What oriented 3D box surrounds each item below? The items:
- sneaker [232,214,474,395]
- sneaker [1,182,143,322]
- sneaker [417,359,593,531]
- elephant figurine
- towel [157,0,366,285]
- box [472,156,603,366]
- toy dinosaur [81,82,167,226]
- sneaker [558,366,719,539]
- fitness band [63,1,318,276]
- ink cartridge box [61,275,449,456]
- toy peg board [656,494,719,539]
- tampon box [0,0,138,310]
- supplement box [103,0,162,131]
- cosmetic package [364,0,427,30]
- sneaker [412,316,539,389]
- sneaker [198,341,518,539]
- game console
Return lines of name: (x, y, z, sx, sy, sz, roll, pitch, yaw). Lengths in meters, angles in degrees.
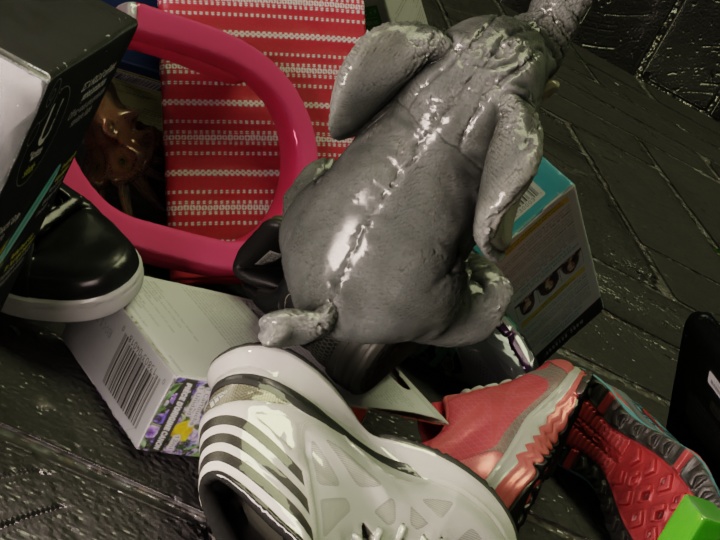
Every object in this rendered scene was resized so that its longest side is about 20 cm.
sneaker: (0.000, 0.000, 0.921, 0.114, 0.077, 0.199, 39, 24, 11)
sneaker: (-0.202, -0.054, 0.811, 0.198, 0.113, 0.073, 24, 49, 23)
sneaker: (0.082, 0.092, 0.949, 0.086, 0.074, 0.200, 26, 25, 12)
elephant figurine: (0.040, -0.067, 0.774, 0.140, 0.201, 0.156, 15, 32, -23)
towel: (-0.059, -0.090, 0.997, 0.143, 0.203, 0.022, -2, -3, -24)
box: (0.120, -0.003, 1.117, 0.049, 0.082, 0.200, 45, -8, 28)
toy dinosaur: (-0.109, -0.041, 1.020, 0.199, 0.086, 0.136, 39, 21, 4)
sneaker: (0.197, 0.135, 1.025, 0.095, 0.080, 0.200, 21, 22, -39)
fitness band: (-0.106, -0.074, 0.918, 0.198, 0.146, 0.037, 14, -17, -41)
ink cartridge box: (-0.056, 0.062, 0.873, 0.198, 0.051, 0.109, 15, 21, -41)
toy peg board: (0.238, 0.221, 0.826, 0.197, 0.099, 0.200, 20, 20, -27)
tampon box: (-0.204, -0.038, 0.661, 0.125, 0.202, 0.150, 28, 17, -4)
supplement box: (-0.164, -0.188, 1.077, 0.198, 0.136, 0.199, 15, -8, -21)
cosmetic package: (0.007, -0.131, 1.194, 0.106, 0.202, 0.085, -8, 31, 22)
sneaker: (0.039, 0.042, 1.087, 0.087, 0.075, 0.200, -22, 51, -30)
sneaker: (-0.005, 0.134, 0.764, 0.200, 0.075, 0.116, 36, 41, -23)
game console: (0.283, 0.143, 1.047, 0.115, 0.178, 0.200, 4, 19, -7)
